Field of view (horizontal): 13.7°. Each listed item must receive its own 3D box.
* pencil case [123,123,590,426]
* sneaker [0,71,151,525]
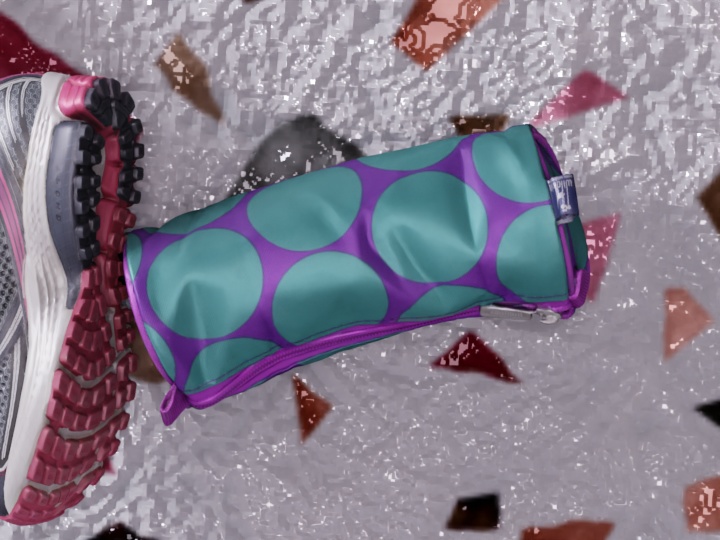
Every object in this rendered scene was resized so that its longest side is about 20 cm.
[{"bbox_3d":[0.000,0.000,1.311,0.200,0.085,0.093,-15,67,3],"label":"pencil case"},{"bbox_3d":[-0.143,0.013,1.326,0.075,0.081,0.201,4,89,22],"label":"sneaker"}]
